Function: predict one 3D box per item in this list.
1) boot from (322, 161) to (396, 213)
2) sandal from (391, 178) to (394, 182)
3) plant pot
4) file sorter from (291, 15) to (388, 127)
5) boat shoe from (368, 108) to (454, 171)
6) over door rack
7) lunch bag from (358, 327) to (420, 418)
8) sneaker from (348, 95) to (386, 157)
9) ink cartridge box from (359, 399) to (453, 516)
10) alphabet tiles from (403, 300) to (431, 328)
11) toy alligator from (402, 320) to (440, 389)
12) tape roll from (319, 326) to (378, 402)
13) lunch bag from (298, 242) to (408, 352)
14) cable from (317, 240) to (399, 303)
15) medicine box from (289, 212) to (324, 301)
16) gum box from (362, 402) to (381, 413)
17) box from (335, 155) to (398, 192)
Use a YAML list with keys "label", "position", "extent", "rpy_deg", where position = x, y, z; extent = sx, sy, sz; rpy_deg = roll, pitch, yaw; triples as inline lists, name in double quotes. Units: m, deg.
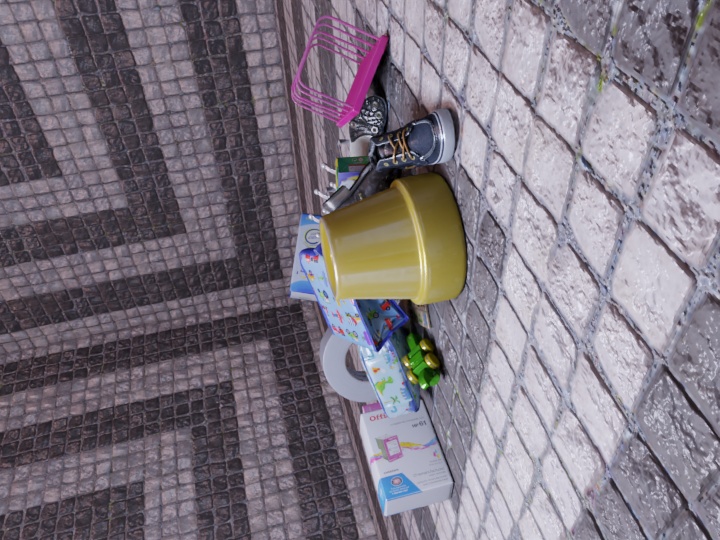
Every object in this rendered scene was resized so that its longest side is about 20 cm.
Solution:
- label: "boot"
  position: [0.049, -0.104, 1.060]
  extent: [0.174, 0.200, 0.069]
  rpy_deg: [49, -168, -9]
- label: "sandal"
  position: [0.046, -0.091, 1.156]
  extent: [0.048, 0.075, 0.201]
  rpy_deg: [44, 154, 34]
- label: "plant pot"
  position: [0.040, -0.037, 0.926]
  extent: [0.201, 0.188, 0.201]
  rpy_deg: [169, 90, -82]
- label: "file sorter"
  position: [-0.050, -0.365, 1.107]
  extent: [0.200, 0.125, 0.139]
  rpy_deg: [-149, 80, -78]
- label: "boat shoe"
  position: [0.070, -0.179, 0.873]
  extent: [0.200, 0.091, 0.071]
  rpy_deg: [178, 81, -81]
- label: "over door rack"
  position: [-0.067, -0.182, 1.323]
  extent: [0.200, 0.066, 0.148]
  rpy_deg: [-87, 12, -50]
- label: "lunch bag"
  position: [0.061, 0.183, 1.229]
  extent: [0.161, 0.082, 0.200]
  rpy_deg: [-76, -34, -70]
- label: "sneaker"
  position: [0.017, -0.263, 1.194]
  extent: [0.073, 0.072, 0.200]
  rpy_deg: [-53, -16, -41]
- label: "ink cartridge box"
  position: [0.091, 0.387, 1.260]
  extent: [0.085, 0.144, 0.200]
  rpy_deg: [88, 167, -45]
- label: "alphabet tiles"
  position: [0.098, 0.009, 1.196]
  extent: [0.167, 0.008, 0.201]
  rpy_deg: [-168, 67, -80]
- label: "toy alligator"
  position: [0.117, 0.159, 1.141]
  extent: [0.054, 0.059, 0.200]
  rpy_deg: [35, -158, -26]
- label: "tape roll"
  position: [0.011, 0.188, 1.338]
  extent: [0.066, 0.200, 0.201]
  rpy_deg: [-138, 38, -74]
- label: "lunch bag"
  position: [-0.031, 0.034, 1.085]
  extent: [0.150, 0.094, 0.200]
  rpy_deg: [12, 141, 55]
- label: "cable"
  position: [0.000, 0.000, 1.189]
  extent: [0.200, 0.069, 0.200]
  rpy_deg: [48, 158, -7]
- label: "medicine box"
  position: [-0.073, -0.023, 1.486]
  extent: [0.103, 0.182, 0.201]
  rpy_deg: [118, 159, -75]
- label: "gum box"
  position: [0.084, 0.397, 1.414]
  extent: [0.200, 0.113, 0.066]
  rpy_deg: [-114, 15, -56]
- label: "box"
  position: [0.010, -0.140, 1.194]
  extent: [0.200, 0.117, 0.048]
  rpy_deg: [91, 174, -56]
